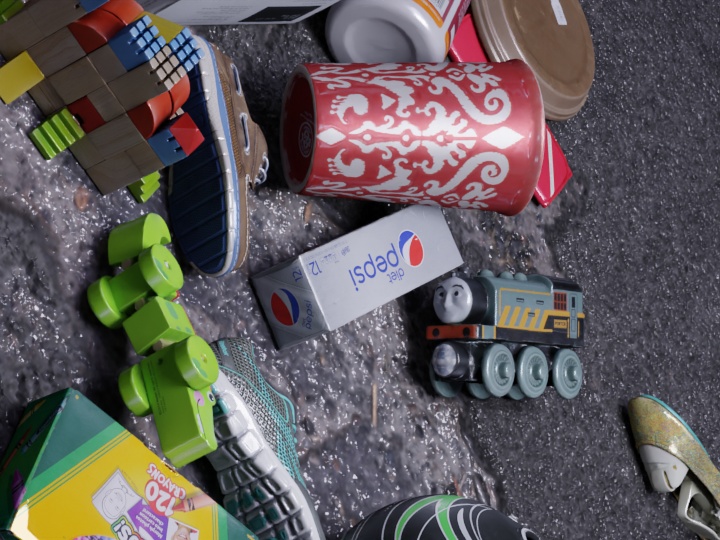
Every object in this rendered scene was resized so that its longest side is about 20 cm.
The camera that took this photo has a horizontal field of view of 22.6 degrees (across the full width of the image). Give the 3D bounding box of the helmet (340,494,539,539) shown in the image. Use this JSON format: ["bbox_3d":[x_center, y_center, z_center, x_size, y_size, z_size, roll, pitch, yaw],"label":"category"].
[{"bbox_3d":[0.058,0.268,1.392,0.199,0.200,0.191,35,19,-34],"label":"helmet"}]

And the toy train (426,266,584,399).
[{"bbox_3d":[0.132,0.058,1.621,0.199,0.085,0.115,7,81,-49],"label":"toy train"}]

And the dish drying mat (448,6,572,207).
[{"bbox_3d":[0.147,-0.163,1.783,0.201,0.018,0.077,59,43,-13],"label":"dish drying mat"}]

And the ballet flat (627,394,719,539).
[{"bbox_3d":[0.325,0.210,1.805,0.200,0.070,0.071,48,46,-23],"label":"ballet flat"}]

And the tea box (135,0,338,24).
[{"bbox_3d":[-0.103,-0.315,1.481,0.199,0.133,0.199,-10,83,-49],"label":"tea box"}]

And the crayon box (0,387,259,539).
[{"bbox_3d":[-0.171,0.191,1.269,0.200,0.058,0.120,43,47,-28],"label":"crayon box"}]

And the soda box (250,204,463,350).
[{"bbox_3d":[0.000,0.000,1.525,0.199,0.063,0.069,-27,94,-49],"label":"soda box"}]

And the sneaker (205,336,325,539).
[{"bbox_3d":[-0.073,0.137,1.389,0.091,0.077,0.201,-41,108,-51],"label":"sneaker"}]

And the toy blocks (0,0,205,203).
[{"bbox_3d":[-0.179,-0.148,1.331,0.201,0.136,0.100,56,43,-17],"label":"toy blocks"}]

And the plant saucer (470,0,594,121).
[{"bbox_3d":[0.179,-0.250,1.830,0.199,0.029,0.202,30,49,-41],"label":"plant saucer"}]

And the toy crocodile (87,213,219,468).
[{"bbox_3d":[-0.146,0.048,1.324,0.062,0.067,0.202,24,39,-58],"label":"toy crocodile"}]

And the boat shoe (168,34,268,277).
[{"bbox_3d":[-0.109,-0.092,1.436,0.072,0.072,0.202,7,71,-47],"label":"boat shoe"}]

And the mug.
[{"bbox_3d":[0.033,-0.108,1.541,0.198,0.177,0.135,0,73,-20],"label":"mug"}]

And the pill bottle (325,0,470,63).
[{"bbox_3d":[0.049,-0.266,1.645,0.113,0.112,0.201,47,46,-25],"label":"pill bottle"}]
